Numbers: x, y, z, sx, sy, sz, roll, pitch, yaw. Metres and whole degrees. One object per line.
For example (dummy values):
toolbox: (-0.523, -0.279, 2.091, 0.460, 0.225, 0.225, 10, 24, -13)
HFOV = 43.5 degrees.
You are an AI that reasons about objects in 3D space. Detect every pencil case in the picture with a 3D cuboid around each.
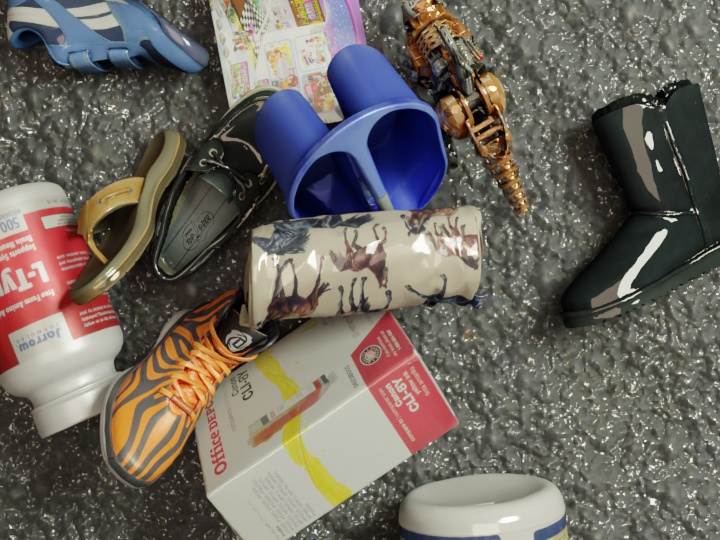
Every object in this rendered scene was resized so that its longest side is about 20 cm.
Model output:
pencil case: (0.000, 0.000, 0.712, 0.196, 0.078, 0.091, -6, 122, -9)

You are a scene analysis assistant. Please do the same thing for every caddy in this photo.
caddy: (-0.001, -0.086, 0.749, 0.140, 0.200, 0.106, -32, 67, -1)

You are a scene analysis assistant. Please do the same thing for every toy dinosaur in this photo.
toy dinosaur: (0.084, -0.143, 0.776, 0.100, 0.136, 0.204, -8, 89, 0)

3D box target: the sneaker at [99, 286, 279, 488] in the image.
sneaker: (-0.134, 0.078, 0.736, 0.111, 0.202, 0.078, -30, 116, 32)

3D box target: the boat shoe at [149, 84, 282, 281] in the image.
boat shoe: (-0.125, -0.070, 0.787, 0.074, 0.066, 0.200, 40, 105, -9)

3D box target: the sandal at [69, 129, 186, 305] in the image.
sandal: (-0.206, -0.054, 0.768, 0.054, 0.080, 0.202, 38, 46, -27)

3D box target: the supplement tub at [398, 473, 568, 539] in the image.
supplement tub: (0.109, 0.286, 0.762, 0.141, 0.144, 0.205, -5, 89, 1)

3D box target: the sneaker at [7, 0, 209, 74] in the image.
sneaker: (-0.230, -0.210, 0.816, 0.197, 0.074, 0.084, 23, 91, 9)

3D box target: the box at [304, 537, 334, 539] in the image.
box: (-0.003, 0.279, 0.736, 0.069, 0.199, 0.066, 6, 90, -34)

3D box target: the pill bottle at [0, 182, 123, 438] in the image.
pill bottle: (-0.276, 0.036, 0.789, 0.111, 0.112, 0.203, -24, 89, 0)

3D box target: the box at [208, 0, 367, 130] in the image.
box: (-0.065, -0.225, 0.828, 0.134, 0.039, 0.204, -11, 89, 1)

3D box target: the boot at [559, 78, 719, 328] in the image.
boot: (0.237, -0.061, 0.799, 0.197, 0.076, 0.171, -25, 92, -7)

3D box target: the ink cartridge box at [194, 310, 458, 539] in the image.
ink cartridge box: (-0.038, 0.119, 0.759, 0.198, 0.145, 0.084, -34, 118, 0)
